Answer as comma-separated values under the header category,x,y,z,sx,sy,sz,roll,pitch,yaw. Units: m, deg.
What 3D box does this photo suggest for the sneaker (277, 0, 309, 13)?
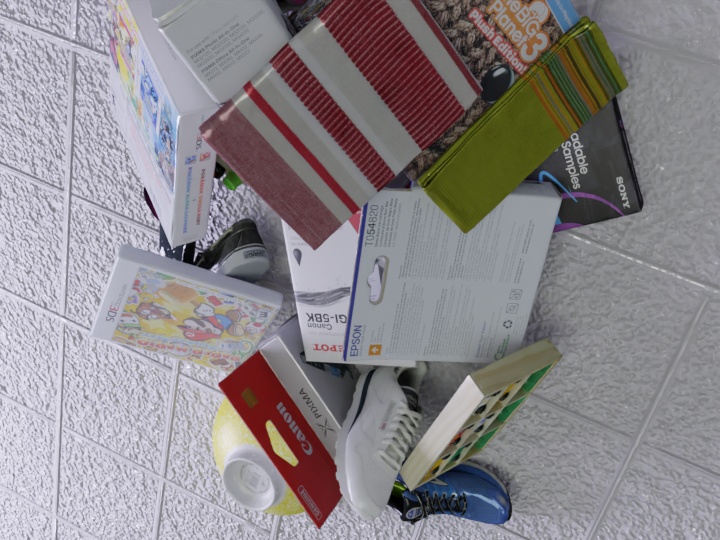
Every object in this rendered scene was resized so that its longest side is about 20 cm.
category,x,y,z,sx,sy,sz,roll,pitch,yaw
sneaker,-0.049,-0.303,0.778,0.198,0.090,0.081,-27,144,37

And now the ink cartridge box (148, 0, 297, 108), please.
category,x,y,z,sx,sy,sz,roll,pitch,yaw
ink cartridge box,-0.092,-0.184,0.700,0.082,0.146,0.201,-31,132,7

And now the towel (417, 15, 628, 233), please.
category,x,y,z,sx,sy,sz,roll,pitch,yaw
towel,0.145,-0.121,0.711,0.200,0.018,0.086,-44,128,10

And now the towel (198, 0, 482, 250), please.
category,x,y,z,sx,sy,sz,roll,pitch,yaw
towel,-0.013,-0.130,0.654,0.199,0.023,0.144,-41,119,7

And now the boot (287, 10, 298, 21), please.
category,x,y,z,sx,sy,sz,roll,pitch,yaw
boot,-0.018,-0.206,0.839,0.199,0.076,0.157,-31,94,39

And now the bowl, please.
category,x,y,z,sx,sy,sz,roll,pitch,yaw
bowl,-0.123,0.250,1.060,0.196,0.108,0.204,10,117,20

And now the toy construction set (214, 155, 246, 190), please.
category,x,y,z,sx,sy,sz,roll,pitch,yaw
toy construction set,-0.168,-0.173,0.892,0.201,0.091,0.132,51,157,15

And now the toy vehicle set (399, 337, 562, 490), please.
category,x,y,z,sx,sy,sz,roll,pitch,yaw
toy vehicle set,0.126,0.159,0.874,0.027,0.123,0.202,52,141,25

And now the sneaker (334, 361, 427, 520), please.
category,x,y,z,sx,sy,sz,roll,pitch,yaw
sneaker,0.028,0.183,0.912,0.079,0.203,0.077,-21,128,30

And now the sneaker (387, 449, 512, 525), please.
category,x,y,z,sx,sy,sz,roll,pitch,yaw
sneaker,0.088,0.281,0.990,0.196,0.089,0.080,8,117,21

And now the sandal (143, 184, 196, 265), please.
category,x,y,z,sx,sy,sz,roll,pitch,yaw
sandal,-0.218,-0.065,0.923,0.075,0.047,0.203,44,139,32

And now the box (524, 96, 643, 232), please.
category,x,y,z,sx,sy,sz,roll,pitch,yaw
box,0.169,-0.106,0.813,0.196,0.036,0.146,-14,107,27

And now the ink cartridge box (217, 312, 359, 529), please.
category,x,y,z,sx,sy,sz,roll,pitch,yaw
ink cartridge box,-0.053,0.165,0.944,0.044,0.176,0.202,-32,95,30

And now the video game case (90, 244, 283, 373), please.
category,x,y,z,sx,sy,sz,roll,pitch,yaw
video game case,-0.216,0.055,0.984,0.196,0.023,0.183,17,140,-19

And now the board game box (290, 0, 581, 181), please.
category,x,y,z,sx,sy,sz,roll,pitch,yaw
board game box,0.066,-0.212,0.702,0.199,0.097,0.160,-40,120,7

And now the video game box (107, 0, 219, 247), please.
category,x,y,z,sx,sy,sz,roll,pitch,yaw
video game box,-0.195,-0.159,0.780,0.202,0.046,0.183,61,154,25

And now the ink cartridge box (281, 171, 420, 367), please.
category,x,y,z,sx,sy,sz,roll,pitch,yaw
ink cartridge box,0.000,0.000,0.907,0.144,0.083,0.204,0,112,23

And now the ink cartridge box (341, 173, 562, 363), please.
category,x,y,z,sx,sy,sz,roll,pitch,yaw
ink cartridge box,0.084,0.002,0.809,0.195,0.041,0.203,2,120,-12

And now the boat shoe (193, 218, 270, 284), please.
category,x,y,z,sx,sy,sz,roll,pitch,yaw
boat shoe,-0.177,0.006,1.006,0.199,0.070,0.065,-38,62,40
